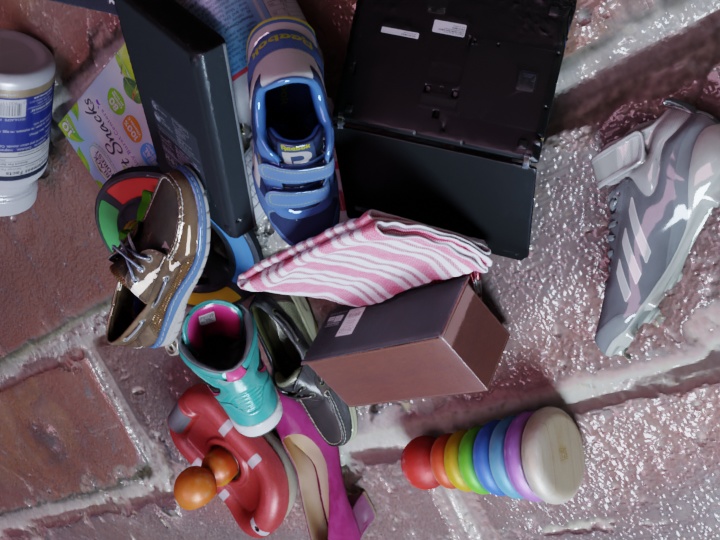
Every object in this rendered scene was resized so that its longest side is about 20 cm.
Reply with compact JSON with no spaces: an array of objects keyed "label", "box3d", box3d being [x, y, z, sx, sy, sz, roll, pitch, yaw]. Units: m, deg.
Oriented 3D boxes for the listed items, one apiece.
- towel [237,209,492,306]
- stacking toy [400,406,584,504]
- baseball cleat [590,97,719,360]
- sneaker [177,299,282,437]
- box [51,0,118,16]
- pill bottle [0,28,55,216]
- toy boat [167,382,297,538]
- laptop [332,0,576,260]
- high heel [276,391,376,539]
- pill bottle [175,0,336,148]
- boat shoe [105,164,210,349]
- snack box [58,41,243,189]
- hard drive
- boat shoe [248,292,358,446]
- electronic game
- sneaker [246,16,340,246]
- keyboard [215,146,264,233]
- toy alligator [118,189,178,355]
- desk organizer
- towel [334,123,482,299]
[{"label":"towel","box3d":[0.000,0.000,0.742,0.198,0.144,0.031,-22,65,46]},{"label":"stacking toy","box3d":[0.116,0.183,0.825,0.198,0.085,0.087,-15,105,46]},{"label":"baseball cleat","box3d":[0.213,-0.034,0.650,0.106,0.069,0.203,36,120,24]},{"label":"sneaker","box3d":[-0.154,0.073,0.890,0.200,0.083,0.122,43,156,46]},{"label":"box","box3d":[-0.258,-0.360,0.788,0.179,0.104,0.204,20,124,28]},{"label":"pill bottle","box3d":[-0.430,-0.172,1.004,0.115,0.115,0.202,35,129,16]},{"label":"toy boat","box3d":[-0.174,0.244,1.026,0.200,0.130,0.131,45,132,7]},{"label":"laptop","box3d":[0.074,-0.128,0.703,0.174,0.103,0.205,14,93,17]},{"label":"high heel","box3d":[-0.060,0.236,0.962,0.201,0.096,0.067,53,132,0]},{"label":"pill bottle","box3d":[-0.099,-0.205,0.743,0.108,0.108,0.203,-24,94,41]},{"label":"boat shoe","box3d":[-0.195,-0.003,0.791,0.072,0.071,0.203,40,125,34]},{"label":"snack box","box3d":[-0.231,-0.153,0.910,0.199,0.053,0.144,-29,95,42]},{"label":"hard drive","box3d":[-0.154,-0.141,0.746,0.139,0.033,0.202,41,151,31]},{"label":"boat shoe","box3d":[-0.068,0.110,0.922,0.072,0.065,0.203,-19,100,42]},{"label":"electronic game","box3d":[-0.199,-0.031,0.920,0.196,0.042,0.202,13,138,12]},{"label":"sneaker","box3d":[-0.054,-0.091,0.673,0.072,0.083,0.203,-12,127,-5]},{"label":"keyboard","box3d":[-0.107,-0.094,0.880,0.057,0.011,0.200,50,132,4]},{"label":"toy alligator","box3d":[-0.224,0.016,0.883,0.059,0.054,0.204,21,125,32]},{"label":"desk organizer","box3d":[0.040,0.075,0.815,0.198,0.072,0.077,-16,125,47]},{"label":"towel","box3d":[0.034,-0.060,0.788,0.142,0.023,0.204,0,113,37]}]
